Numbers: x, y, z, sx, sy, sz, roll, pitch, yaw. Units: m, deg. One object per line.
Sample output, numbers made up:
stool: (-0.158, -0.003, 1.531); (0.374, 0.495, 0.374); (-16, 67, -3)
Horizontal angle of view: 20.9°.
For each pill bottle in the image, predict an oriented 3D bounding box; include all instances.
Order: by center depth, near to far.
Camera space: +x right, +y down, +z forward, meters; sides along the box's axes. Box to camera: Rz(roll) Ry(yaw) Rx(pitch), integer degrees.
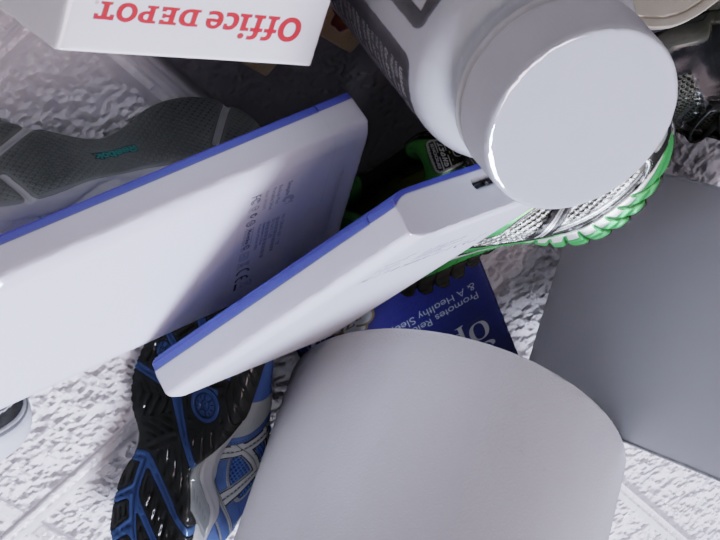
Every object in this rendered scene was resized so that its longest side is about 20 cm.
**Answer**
pill bottle: (0.058, -0.123, 0.916); (0.114, 0.200, 0.114); (-16, 133, -17)

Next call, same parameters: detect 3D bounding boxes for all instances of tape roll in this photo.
tape roll: (0.037, 0.143, 1.090); (0.203, 0.139, 0.203); (13, 148, 8)

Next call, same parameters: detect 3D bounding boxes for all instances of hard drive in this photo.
hard drive: (-0.096, -0.008, 0.962); (0.200, 0.025, 0.132); (-25, 157, -23)
hard drive: (0.000, 0.000, 0.978); (0.132, 0.025, 0.200); (-21, 171, -46)

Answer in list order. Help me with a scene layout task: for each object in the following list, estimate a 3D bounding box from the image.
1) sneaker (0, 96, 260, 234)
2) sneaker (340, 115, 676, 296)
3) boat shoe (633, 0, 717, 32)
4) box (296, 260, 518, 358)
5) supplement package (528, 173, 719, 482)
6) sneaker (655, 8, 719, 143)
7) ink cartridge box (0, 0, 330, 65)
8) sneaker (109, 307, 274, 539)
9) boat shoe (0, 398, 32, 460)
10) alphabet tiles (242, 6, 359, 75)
sneaker: (-0.145, -0.031, 0.984); (0.200, 0.070, 0.080); (-8, 133, -25)
sneaker: (0.075, -0.047, 1.048); (0.200, 0.078, 0.085); (-25, 152, 16)
boat shoe: (0.121, -0.144, 1.061); (0.200, 0.073, 0.063); (-29, 179, -12)
box: (0.034, 0.058, 1.188); (0.121, 0.032, 0.200); (-30, 136, -4)
supplement package: (0.211, 0.036, 1.118); (0.111, 0.200, 0.156); (14, 94, -38)
sneaker: (0.224, -0.089, 1.106); (0.199, 0.114, 0.076); (-12, 161, -20)
ink cartridge box: (-0.068, -0.195, 0.843); (0.147, 0.083, 0.200); (-2, 120, -41)
sneaker: (-0.087, 0.086, 1.128); (0.077, 0.076, 0.200); (-19, 138, -51)
boat shoe: (-0.266, 0.074, 1.007); (0.200, 0.069, 0.057); (-5, 129, -23)
alphabet tiles: (-0.042, -0.185, 0.955); (0.200, 0.008, 0.167); (26, 111, -42)
